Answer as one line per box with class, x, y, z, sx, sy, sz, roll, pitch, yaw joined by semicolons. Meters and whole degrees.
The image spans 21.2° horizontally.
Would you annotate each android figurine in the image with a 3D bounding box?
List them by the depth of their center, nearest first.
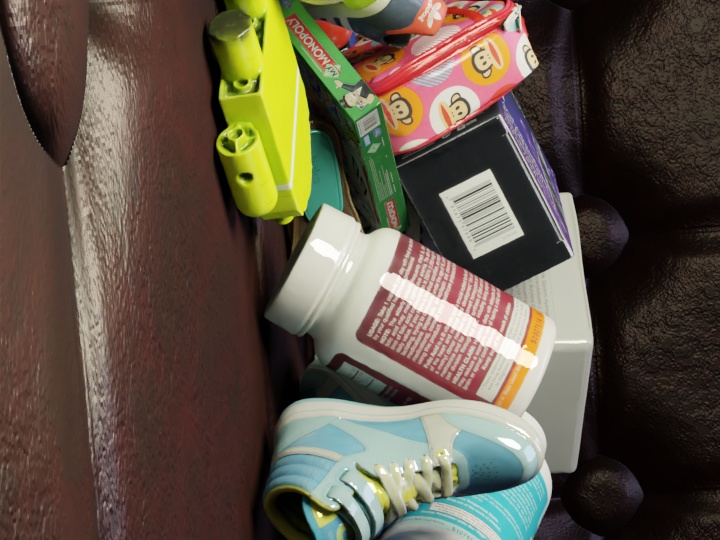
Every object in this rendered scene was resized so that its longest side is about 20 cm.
android figurine;-0.070;-0.120;1.358;0.201;0.041;0.183;75;12;-49

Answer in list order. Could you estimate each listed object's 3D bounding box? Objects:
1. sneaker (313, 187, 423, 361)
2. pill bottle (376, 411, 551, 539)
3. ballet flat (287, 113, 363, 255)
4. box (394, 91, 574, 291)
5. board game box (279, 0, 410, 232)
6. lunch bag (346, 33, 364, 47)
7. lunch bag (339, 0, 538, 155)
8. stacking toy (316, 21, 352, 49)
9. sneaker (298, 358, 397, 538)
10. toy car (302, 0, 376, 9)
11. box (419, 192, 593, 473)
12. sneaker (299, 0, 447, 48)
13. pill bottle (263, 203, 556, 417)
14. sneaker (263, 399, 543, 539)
sneaker;0.000;0.000;1.658;0.077;0.086;0.202;-9;-102;60
pill bottle;0.086;0.194;1.528;0.200;0.110;0.112;-56;147;-47
ballet flat;-0.035;-0.042;1.577;0.072;0.067;0.202;-114;-170;-61
box;0.103;-0.086;1.683;0.149;0.104;0.200;60;12;-22
board game box;-0.017;-0.122;1.570;0.135;0.029;0.200;51;-10;27
lunch bag;0.042;-0.151;1.995;0.201;0.122;0.171;-97;180;-51
lunch bag;0.064;-0.173;1.617;0.082;0.175;0.200;62;-12;-17
stacking toy;-0.024;-0.280;1.703;0.086;0.084;0.202;73;20;-63
sneaker;-0.026;0.147;1.505;0.080;0.130;0.200;54;-13;-29
toy car;-0.011;-0.293;1.375;0.175;0.149;0.202;-72;138;-75
box;0.124;0.061;1.840;0.200;0.169;0.201;89;0;-48
sneaker;0.003;-0.217;1.548;0.075;0.084;0.200;-60;-153;0
pill bottle;0.036;0.040;1.433;0.115;0.199;0.114;-60;-174;10
sneaker;0.025;0.156;1.347;0.131;0.198;0.080;-69;153;-55
